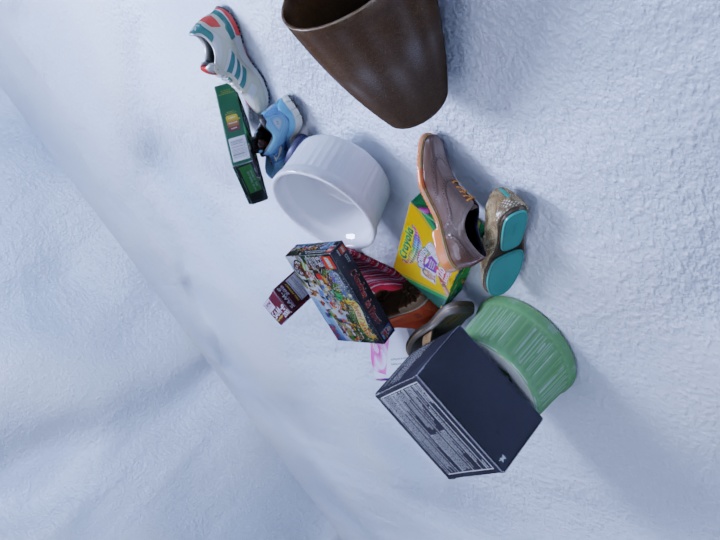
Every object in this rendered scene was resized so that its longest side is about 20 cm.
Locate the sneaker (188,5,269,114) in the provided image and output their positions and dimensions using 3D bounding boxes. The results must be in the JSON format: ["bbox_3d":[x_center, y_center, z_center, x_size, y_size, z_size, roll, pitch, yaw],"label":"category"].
[{"bbox_3d":[-0.240,-0.361,1.302,0.070,0.093,0.203,18,140,48],"label":"sneaker"}]

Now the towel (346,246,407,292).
[{"bbox_3d":[0.000,0.000,1.351,0.197,0.023,0.143,24,162,-34],"label":"towel"}]

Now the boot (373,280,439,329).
[{"bbox_3d":[0.082,0.085,1.358,0.106,0.076,0.198,35,146,-29],"label":"boot"}]

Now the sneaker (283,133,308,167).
[{"bbox_3d":[-0.093,-0.169,1.356,0.081,0.074,0.202,27,148,21],"label":"sneaker"}]

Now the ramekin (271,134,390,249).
[{"bbox_3d":[-0.045,-0.136,1.229,0.197,0.099,0.202,24,155,12],"label":"ramekin"}]

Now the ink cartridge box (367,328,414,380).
[{"bbox_3d":[0.076,0.173,1.488,0.196,0.042,0.205,-22,81,64],"label":"ink cartridge box"}]

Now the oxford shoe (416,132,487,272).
[{"bbox_3d":[0.135,-0.104,1.039,0.072,0.071,0.205,-15,91,39],"label":"oxford shoe"}]

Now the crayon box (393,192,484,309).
[{"bbox_3d":[0.126,-0.035,1.184,0.118,0.058,0.201,41,154,17],"label":"crayon box"}]

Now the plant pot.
[{"bbox_3d":[0.031,-0.282,0.894,0.185,0.188,0.201,21,158,45],"label":"plant pot"}]

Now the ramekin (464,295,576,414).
[{"bbox_3d":[0.246,0.152,1.195,0.199,0.097,0.202,38,152,24],"label":"ramekin"}]

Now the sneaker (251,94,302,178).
[{"bbox_3d":[-0.167,-0.240,1.340,0.079,0.089,0.201,53,156,20],"label":"sneaker"}]

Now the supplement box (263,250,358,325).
[{"bbox_3d":[-0.100,0.013,1.458,0.061,0.200,0.109,47,155,1],"label":"supplement box"}]

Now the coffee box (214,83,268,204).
[{"bbox_3d":[-0.227,-0.244,1.374,0.124,0.043,0.203,76,177,-59],"label":"coffee box"}]

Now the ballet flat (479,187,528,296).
[{"bbox_3d":[0.205,-0.045,1.055,0.202,0.069,0.066,92,158,-52],"label":"ballet flat"}]

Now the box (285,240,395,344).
[{"bbox_3d":[-0.037,0.041,1.296,0.135,0.038,0.202,-1,127,50],"label":"box"}]

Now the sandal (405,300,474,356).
[{"bbox_3d":[0.143,0.119,1.277,0.200,0.080,0.056,-49,51,48],"label":"sandal"}]

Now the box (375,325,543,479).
[{"bbox_3d":[0.155,0.221,1.178,0.200,0.123,0.198,47,155,0],"label":"box"}]
